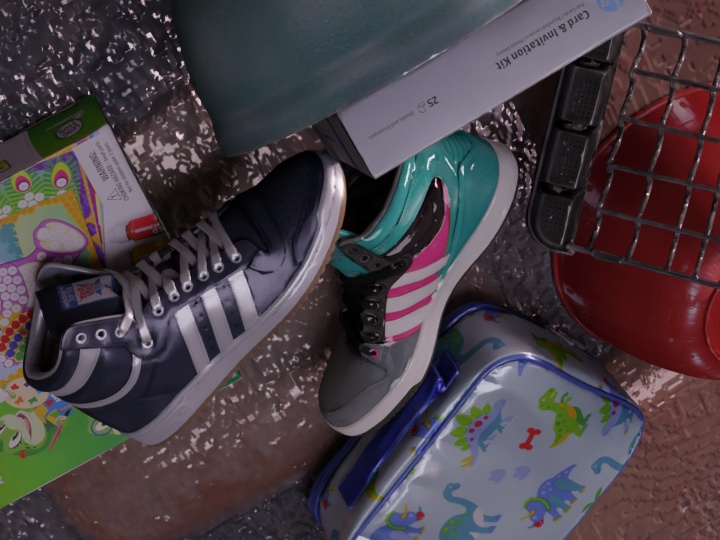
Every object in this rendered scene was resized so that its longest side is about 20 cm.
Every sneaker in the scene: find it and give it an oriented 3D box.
[{"bbox_3d":[0.000,0.000,1.045,0.121,0.084,0.200,18,105,-38],"label":"sneaker"},{"bbox_3d":[-0.100,0.004,0.961,0.108,0.070,0.200,27,111,-37],"label":"sneaker"}]

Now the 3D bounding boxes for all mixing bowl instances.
[{"bbox_3d":[0.232,-0.006,1.133,0.199,0.108,0.201,-11,125,-16],"label":"mixing bowl"}]

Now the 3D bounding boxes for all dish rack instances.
[{"bbox_3d":[0.202,-0.062,1.021,0.199,0.055,0.154,15,102,9],"label":"dish rack"}]

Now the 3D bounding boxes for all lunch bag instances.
[{"bbox_3d":[0.073,0.124,1.162,0.160,0.083,0.200,25,109,-35],"label":"lunch bag"}]

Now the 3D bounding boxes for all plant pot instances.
[{"bbox_3d":[-0.014,-0.165,0.883,0.200,0.200,0.134,-30,101,-3],"label":"plant pot"}]

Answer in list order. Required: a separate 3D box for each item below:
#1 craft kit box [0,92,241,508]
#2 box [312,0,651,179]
[{"bbox_3d":[-0.193,0.029,1.007,0.197,0.049,0.200,-27,128,-2],"label":"craft kit box"},{"bbox_3d":[0.050,-0.109,0.930,0.156,0.200,0.041,-31,101,-3],"label":"box"}]
